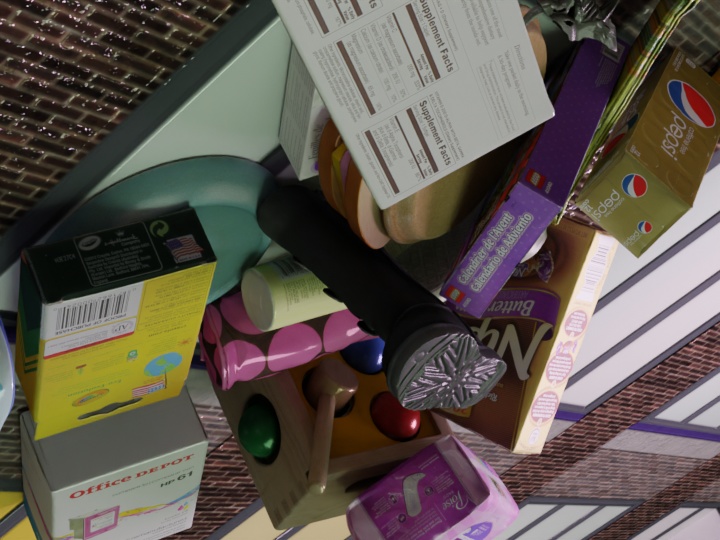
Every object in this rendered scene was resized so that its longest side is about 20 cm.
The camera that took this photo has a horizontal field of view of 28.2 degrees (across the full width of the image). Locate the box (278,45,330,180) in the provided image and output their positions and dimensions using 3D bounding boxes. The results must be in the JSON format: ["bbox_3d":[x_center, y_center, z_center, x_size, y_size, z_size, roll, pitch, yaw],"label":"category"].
[{"bbox_3d":[-0.021,-0.135,0.941,0.038,0.042,0.201,-18,152,-19],"label":"box"}]

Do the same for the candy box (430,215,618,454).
[{"bbox_3d":[0.133,0.044,1.238,0.056,0.116,0.202,9,101,-53],"label":"candy box"}]

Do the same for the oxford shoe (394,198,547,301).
[{"bbox_3d":[0.086,-0.007,1.148,0.200,0.075,0.058,-38,129,-31],"label":"oxford shoe"}]

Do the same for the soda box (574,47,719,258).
[{"bbox_3d":[0.234,-0.096,1.122,0.064,0.068,0.200,-48,-176,39],"label":"soda box"}]

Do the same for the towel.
[{"bbox_3d":[0.194,-0.130,1.079,0.201,0.018,0.086,-60,-179,20],"label":"towel"}]

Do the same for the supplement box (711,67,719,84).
[{"bbox_3d":[0.400,-0.116,1.213,0.109,0.201,0.109,-9,150,-35],"label":"supplement box"}]

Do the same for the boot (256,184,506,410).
[{"bbox_3d":[0.001,0.008,1.011,0.066,0.200,0.165,-44,157,5],"label":"boot"}]

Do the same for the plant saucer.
[{"bbox_3d":[-0.145,-0.011,1.067,0.199,0.028,0.201,-23,155,-11],"label":"plant saucer"}]

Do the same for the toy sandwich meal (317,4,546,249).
[{"bbox_3d":[0.053,-0.104,1.002,0.205,0.070,0.206,-47,157,-27],"label":"toy sandwich meal"}]

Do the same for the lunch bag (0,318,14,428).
[{"bbox_3d":[-0.289,0.069,0.912,0.082,0.162,0.200,-9,150,-35],"label":"lunch bag"}]

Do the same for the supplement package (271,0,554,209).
[{"bbox_3d":[0.001,-0.164,0.729,0.110,0.156,0.200,-27,143,1],"label":"supplement package"}]

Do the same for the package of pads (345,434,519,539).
[{"bbox_3d":[0.066,0.214,1.264,0.120,0.076,0.200,-37,161,3],"label":"package of pads"}]

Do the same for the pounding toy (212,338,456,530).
[{"bbox_3d":[-0.027,0.131,1.268,0.199,0.185,0.142,-7,148,-38],"label":"pounding toy"}]

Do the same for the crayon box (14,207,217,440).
[{"bbox_3d":[-0.183,0.043,1.038,0.126,0.051,0.201,-15,152,-25],"label":"crayon box"}]

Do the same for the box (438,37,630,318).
[{"bbox_3d":[0.131,-0.076,1.069,0.201,0.039,0.137,-61,-179,-42],"label":"box"}]

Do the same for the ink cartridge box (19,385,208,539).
[{"bbox_3d":[-0.223,0.181,1.284,0.143,0.085,0.201,-17,152,-21],"label":"ink cartridge box"}]

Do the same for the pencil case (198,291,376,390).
[{"bbox_3d":[-0.043,0.039,1.204,0.198,0.092,0.094,-15,-171,-23],"label":"pencil case"}]

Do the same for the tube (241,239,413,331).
[{"bbox_3d":[0.000,0.000,1.155,0.199,0.052,0.059,-18,111,-31],"label":"tube"}]

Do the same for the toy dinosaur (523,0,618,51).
[{"bbox_3d":[0.136,-0.228,0.899,0.198,0.103,0.136,7,126,-24],"label":"toy dinosaur"}]
